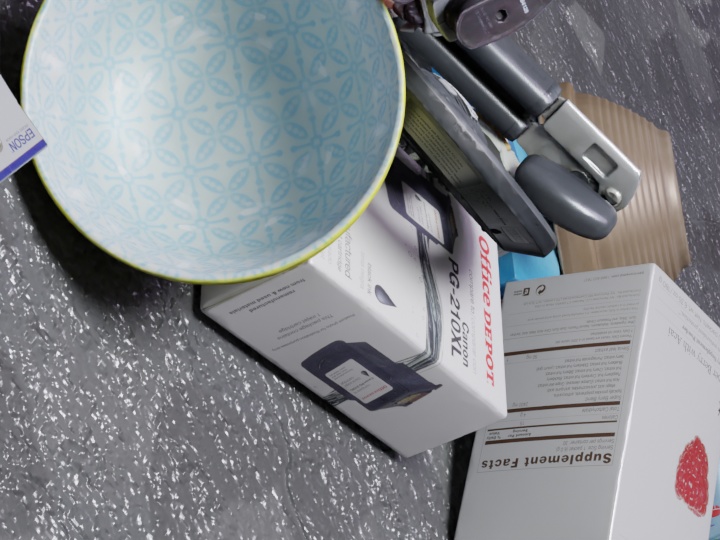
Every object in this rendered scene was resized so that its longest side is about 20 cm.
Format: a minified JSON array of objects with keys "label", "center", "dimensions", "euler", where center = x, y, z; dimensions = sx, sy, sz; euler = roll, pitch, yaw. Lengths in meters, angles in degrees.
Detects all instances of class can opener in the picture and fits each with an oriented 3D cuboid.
[{"label":"can opener","center":[0.098,-0.103,1.255],"dimensions":[0.200,0.053,0.067],"euler":[43,39,-3]}]

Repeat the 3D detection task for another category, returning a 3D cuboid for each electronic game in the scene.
[{"label":"electronic game","center":[0.044,-0.086,1.119],"dimensions":[0.200,0.042,0.200],"euler":[49,3,-3]}]

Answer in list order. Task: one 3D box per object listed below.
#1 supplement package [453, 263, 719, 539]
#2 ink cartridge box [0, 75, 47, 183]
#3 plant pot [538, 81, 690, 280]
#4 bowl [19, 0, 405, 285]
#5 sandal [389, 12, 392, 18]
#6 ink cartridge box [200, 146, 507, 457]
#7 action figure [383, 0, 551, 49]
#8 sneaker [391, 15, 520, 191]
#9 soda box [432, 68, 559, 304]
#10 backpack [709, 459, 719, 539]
[{"label":"supplement package","center":[0.154,0.116,1.250],"dimensions":[0.121,0.119,0.201],"euler":[39,55,-42]},{"label":"ink cartridge box","center":[-0.232,-0.119,0.903],"dimensions":[0.201,0.039,0.099],"euler":[59,30,-11]},{"label":"plant pot","center":[0.192,-0.045,1.435],"dimensions":[0.201,0.092,0.202],"euler":[-9,90,-80]},{"label":"bowl","center":[-0.074,-0.085,1.032],"dimensions":[0.108,0.199,0.201],"euler":[86,-14,-81]},{"label":"sandal","center":[-0.015,-0.195,1.176],"dimensions":[0.200,0.045,0.075],"euler":[55,46,-39]},{"label":"ink cartridge box","center":[0.000,0.000,1.157],"dimensions":[0.200,0.084,0.145],"euler":[39,39,-41]},{"label":"action figure","center":[0.027,-0.177,1.066],"dimensions":[0.130,0.069,0.200],"euler":[50,1,-28]},{"label":"sneaker","center":[0.029,-0.090,1.284],"dimensions":[0.200,0.076,0.088],"euler":[52,40,6]},{"label":"soda box","center":[0.092,-0.057,1.375],"dimensions":[0.068,0.064,0.201],"euler":[33,43,-45]},{"label":"backpack","center":[0.244,0.184,1.387],"dimensions":[0.200,0.134,0.183],"euler":[44,37,-40]}]
